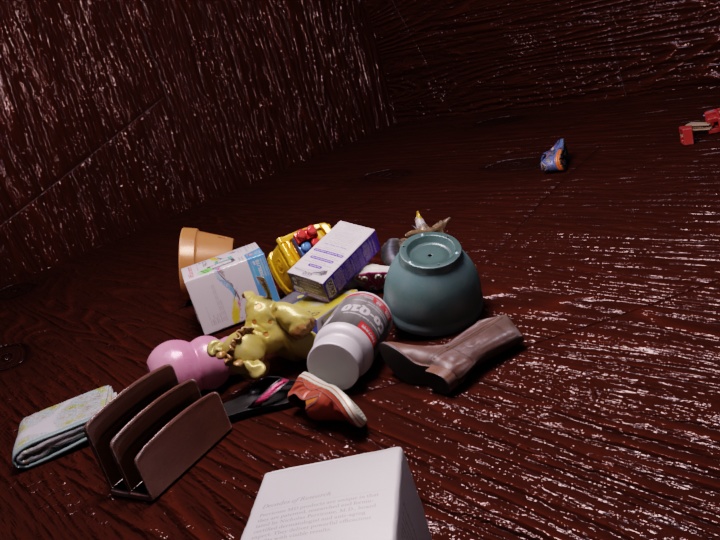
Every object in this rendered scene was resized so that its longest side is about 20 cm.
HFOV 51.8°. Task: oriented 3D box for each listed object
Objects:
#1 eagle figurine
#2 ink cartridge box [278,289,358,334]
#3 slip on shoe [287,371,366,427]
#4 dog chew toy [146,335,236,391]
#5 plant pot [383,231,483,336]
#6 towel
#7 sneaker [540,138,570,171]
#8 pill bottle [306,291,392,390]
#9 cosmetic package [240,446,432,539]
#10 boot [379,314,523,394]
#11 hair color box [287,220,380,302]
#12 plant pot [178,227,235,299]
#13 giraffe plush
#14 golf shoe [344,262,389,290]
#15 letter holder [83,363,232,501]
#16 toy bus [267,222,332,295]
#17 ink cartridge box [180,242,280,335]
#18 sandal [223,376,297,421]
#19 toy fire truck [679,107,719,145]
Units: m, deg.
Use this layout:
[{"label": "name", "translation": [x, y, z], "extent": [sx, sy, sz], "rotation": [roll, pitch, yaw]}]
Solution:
[{"label": "eagle figurine", "translation": [0.154, -0.072, 1.829], "extent": [0.152, 0.151, 0.200], "rotation": [20, -23, -11]}, {"label": "ink cartridge box", "translation": [-0.134, 0.099, 1.660], "extent": [0.197, 0.047, 0.200], "rotation": [1, 23, 40]}, {"label": "slip on shoe", "translation": [-0.056, 0.221, 1.212], "extent": [0.061, 0.074, 0.200], "rotation": [-49, 30, -18]}, {"label": "dog chew toy", "translation": [-0.312, 0.184, 1.454], "extent": [0.200, 0.125, 0.125], "rotation": [-15, 16, -21]}, {"label": "plant pot", "translation": [0.137, 0.011, 1.437], "extent": [0.200, 0.134, 0.200], "rotation": [-5, 37, 4]}, {"label": "towel", "translation": [-0.570, 0.301, 1.447], "extent": [0.200, 0.048, 0.171], "rotation": [-21, 16, -13]}, {"label": "sneaker", "translation": [0.604, -0.358, 2.314], "extent": [0.078, 0.075, 0.200], "rotation": [-11, 17, 26]}, {"label": "pill bottle", "translation": [-0.018, 0.128, 1.359], "extent": [0.114, 0.114, 0.200], "rotation": [-9, 20, 21]}, {"label": "cosmetic package", "translation": [-0.018, 0.312, 0.741], "extent": [0.165, 0.165, 0.200], "rotation": [-14, 17, 10]}, {"label": "boot", "translation": [0.159, 0.126, 1.289], "extent": [0.200, 0.064, 0.186], "rotation": [-32, 36, -30]}, {"label": "hair color box", "translation": [-0.058, -0.023, 1.686], "extent": [0.109, 0.065, 0.200], "rotation": [17, 48, 37]}, {"label": "plant pot", "translation": [-0.419, -0.019, 2.048], "extent": [0.140, 0.200, 0.200], "rotation": [-1, 18, -5]}, {"label": "giraffe plush", "translation": [-0.189, 0.138, 1.404], "extent": [0.172, 0.200, 0.162], "rotation": [-5, 40, 45]}, {"label": "golf shoe", "translation": [0.000, 0.000, 1.729], "extent": [0.200, 0.075, 0.092], "rotation": [-5, 54, 13]}, {"label": "letter holder", "translation": [-0.329, 0.254, 1.216], "extent": [0.100, 0.142, 0.200], "rotation": [-4, 22, 34]}, {"label": "toy bus", "translation": [-0.112, -0.053, 1.808], "extent": [0.200, 0.136, 0.192], "rotation": [-23, -20, -23]}, {"label": "ink cartridge box", "translation": [-0.318, 0.043, 1.817], "extent": [0.200, 0.146, 0.147], "rotation": [-21, 18, -12]}, {"label": "sandal", "translation": [-0.172, 0.221, 1.330], "extent": [0.200, 0.045, 0.075], "rotation": [-18, 17, -3]}, {"label": "toy fire truck", "translation": [1.018, -0.429, 2.193], "extent": [0.141, 0.049, 0.200], "rotation": [-9, 20, 24]}]
